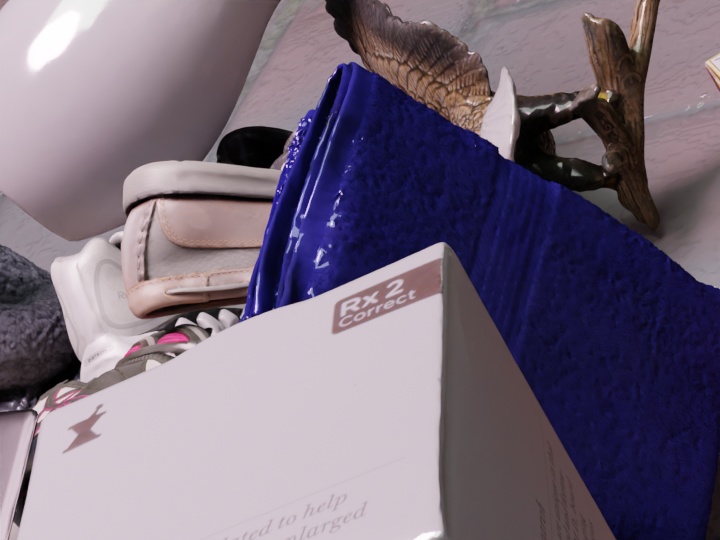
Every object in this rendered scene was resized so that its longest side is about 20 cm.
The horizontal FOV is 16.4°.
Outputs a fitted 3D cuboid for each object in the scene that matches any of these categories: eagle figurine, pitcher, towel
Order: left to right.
[{"bbox_3d":[-0.115,-0.127,1.228,0.200,0.121,0.172,-48,45,4],"label":"pitcher"},{"bbox_3d":[0.050,-0.062,1.207,0.199,0.151,0.152,0,48,31],"label":"eagle figurine"},{"bbox_3d":[0.049,0.027,0.948,0.050,0.199,0.148,-37,29,51],"label":"towel"}]

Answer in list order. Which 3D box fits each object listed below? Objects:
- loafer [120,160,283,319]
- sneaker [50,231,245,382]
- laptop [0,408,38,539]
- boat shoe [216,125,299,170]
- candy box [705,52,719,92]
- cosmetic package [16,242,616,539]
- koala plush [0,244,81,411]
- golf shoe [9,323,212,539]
[{"bbox_3d":[0.000,0.000,1.019,0.072,0.199,0.063,121,154,-70],"label":"loafer"},{"bbox_3d":[-0.081,0.014,1.192,0.075,0.081,0.200,-31,-7,20],"label":"sneaker"},{"bbox_3d":[-0.209,0.171,1.027,0.115,0.200,0.188,12,60,-2],"label":"laptop"},{"bbox_3d":[-0.017,-0.038,1.153,0.070,0.067,0.200,-24,16,-16],"label":"boat shoe"},{"bbox_3d":[0.256,-0.082,1.028,0.199,0.117,0.057,-31,26,2],"label":"candy box"},{"bbox_3d":[0.000,0.135,0.830,0.164,0.200,0.165,-24,29,15],"label":"cosmetic package"},{"bbox_3d":[-0.227,0.005,1.293,0.177,0.201,0.184,3,43,48],"label":"koala plush"},{"bbox_3d":[-0.121,0.086,1.039,0.088,0.077,0.200,-32,-6,-38],"label":"golf shoe"}]
